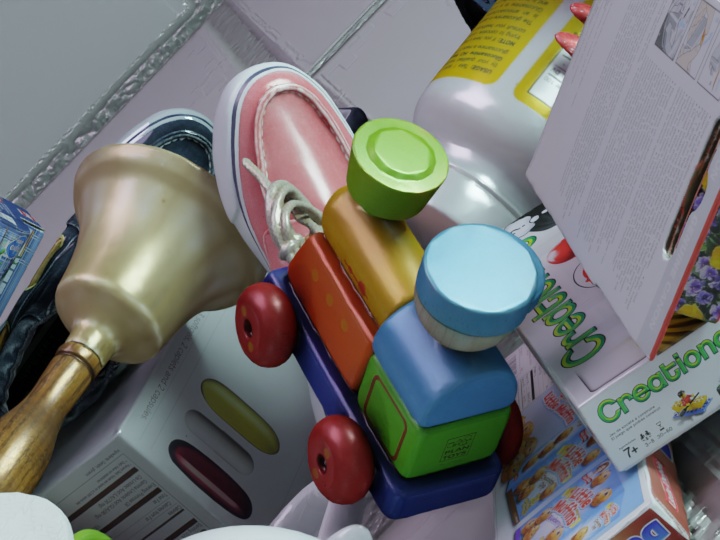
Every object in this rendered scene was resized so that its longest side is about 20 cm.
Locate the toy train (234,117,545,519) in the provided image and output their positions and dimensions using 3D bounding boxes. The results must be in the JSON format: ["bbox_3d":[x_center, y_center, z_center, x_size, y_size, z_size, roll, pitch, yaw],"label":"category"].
[{"bbox_3d":[0.000,-0.014,0.766,0.084,0.200,0.116,-11,-39,-27],"label":"toy train"}]

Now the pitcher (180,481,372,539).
[{"bbox_3d":[-0.037,0.139,0.734,0.172,0.121,0.200,-56,7,-19],"label":"pitcher"}]

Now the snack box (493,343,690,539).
[{"bbox_3d":[0.084,0.068,0.765,0.072,0.024,0.200,-40,16,17],"label":"snack box"}]

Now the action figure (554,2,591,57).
[{"bbox_3d":[0.133,-0.184,0.810,0.200,0.099,0.065,-50,6,29],"label":"action figure"}]

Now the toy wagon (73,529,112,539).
[{"bbox_3d":[-0.162,0.177,0.918,0.155,0.039,0.201,-36,57,34],"label":"toy wagon"}]

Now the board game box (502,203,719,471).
[{"bbox_3d":[0.120,-0.002,0.769,0.126,0.035,0.200,-34,18,1],"label":"board game box"}]

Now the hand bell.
[{"bbox_3d":[-0.129,0.047,0.877,0.104,0.104,0.200,-30,24,47],"label":"hand bell"}]

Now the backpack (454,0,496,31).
[{"bbox_3d":[0.109,-0.218,1.073,0.183,0.200,0.135,-46,57,2],"label":"backpack"}]

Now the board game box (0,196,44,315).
[{"bbox_3d":[-0.232,0.054,0.994,0.201,0.061,0.200,-62,17,0],"label":"board game box"}]

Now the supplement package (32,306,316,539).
[{"bbox_3d":[-0.099,0.094,1.039,0.156,0.111,0.200,-37,18,34],"label":"supplement package"}]

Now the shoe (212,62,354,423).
[{"bbox_3d":[0.000,0.000,0.875,0.071,0.201,0.091,-22,9,-23],"label":"shoe"}]

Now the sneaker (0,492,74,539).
[{"bbox_3d":[-0.150,0.188,0.759,0.201,0.075,0.089,-75,-7,-46],"label":"sneaker"}]

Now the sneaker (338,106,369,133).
[{"bbox_3d":[-0.037,-0.023,1.182,0.200,0.108,0.070,-35,17,36],"label":"sneaker"}]

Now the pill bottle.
[{"bbox_3d":[0.097,-0.081,0.952,0.200,0.112,0.112,-51,15,-18],"label":"pill bottle"}]

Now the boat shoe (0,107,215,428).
[{"bbox_3d":[-0.126,0.003,1.009,0.201,0.071,0.091,-57,16,-9],"label":"boat shoe"}]

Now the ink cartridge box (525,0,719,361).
[{"bbox_3d":[0.114,-0.047,0.674,0.200,0.050,0.109,-108,36,-69],"label":"ink cartridge box"}]
